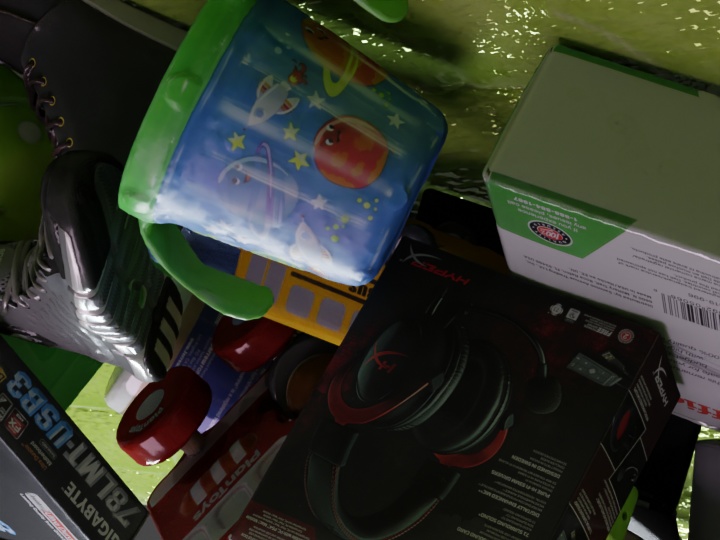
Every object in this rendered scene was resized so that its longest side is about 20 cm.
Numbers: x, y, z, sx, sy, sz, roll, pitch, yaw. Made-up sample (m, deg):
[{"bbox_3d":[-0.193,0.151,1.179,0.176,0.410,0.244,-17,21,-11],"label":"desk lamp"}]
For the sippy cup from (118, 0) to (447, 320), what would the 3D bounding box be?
[{"bbox_3d":[-0.032,-0.061,1.195,0.130,0.140,0.178,28,158,2],"label":"sippy cup"}]

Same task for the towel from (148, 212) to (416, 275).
[{"bbox_3d":[-0.052,-0.024,1.437,0.199,0.049,0.112,18,156,23],"label":"towel"}]

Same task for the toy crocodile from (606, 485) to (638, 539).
[{"bbox_3d":[0.080,0.128,1.286,0.062,0.068,0.200,35,165,-25],"label":"toy crocodile"}]

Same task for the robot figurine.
[{"bbox_3d":[-0.232,-0.065,1.415,0.175,0.116,0.200,18,-164,-46],"label":"robot figurine"}]

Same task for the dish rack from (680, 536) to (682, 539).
[{"bbox_3d":[0.133,0.171,1.567,0.200,0.055,0.153,29,-164,-8],"label":"dish rack"}]

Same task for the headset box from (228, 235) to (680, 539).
[{"bbox_3d":[0.043,0.103,1.175,0.148,0.200,0.075,22,160,26],"label":"headset box"}]

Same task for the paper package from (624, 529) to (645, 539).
[{"bbox_3d":[0.123,0.242,1.275,0.103,0.200,0.191,31,178,-19],"label":"paper package"}]

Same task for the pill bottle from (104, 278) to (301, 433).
[{"bbox_3d":[-0.060,0.088,1.618,0.200,0.111,0.111,30,159,-8],"label":"pill bottle"}]

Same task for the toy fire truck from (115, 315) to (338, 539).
[{"bbox_3d":[-0.049,0.101,1.470,0.112,0.200,0.168,45,180,-22],"label":"toy fire truck"}]

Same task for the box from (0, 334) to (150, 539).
[{"bbox_3d":[-0.247,0.084,1.402,0.198,0.050,0.200,8,145,41],"label":"box"}]

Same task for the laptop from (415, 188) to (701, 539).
[{"bbox_3d":[0.112,0.072,1.380,0.187,0.201,0.116,19,-167,19],"label":"laptop"}]

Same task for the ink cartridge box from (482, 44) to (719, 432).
[{"bbox_3d":[0.151,-0.007,1.183,0.146,0.083,0.200,20,158,19],"label":"ink cartridge box"}]

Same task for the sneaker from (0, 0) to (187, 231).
[{"bbox_3d":[-0.164,-0.096,1.321,0.199,0.106,0.075,21,158,16],"label":"sneaker"}]

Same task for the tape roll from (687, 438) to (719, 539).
[{"bbox_3d":[0.270,0.127,1.255,0.199,0.066,0.200,5,180,0],"label":"tape roll"}]

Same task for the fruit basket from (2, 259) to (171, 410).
[{"bbox_3d":[-0.213,0.039,1.557,0.155,0.216,0.216,14,156,30],"label":"fruit basket"}]

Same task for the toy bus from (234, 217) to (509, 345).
[{"bbox_3d":[0.000,0.000,1.322,0.199,0.079,0.065,20,-169,24],"label":"toy bus"}]

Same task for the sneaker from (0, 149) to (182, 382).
[{"bbox_3d":[-0.170,-0.002,1.282,0.115,0.075,0.200,9,152,13],"label":"sneaker"}]
